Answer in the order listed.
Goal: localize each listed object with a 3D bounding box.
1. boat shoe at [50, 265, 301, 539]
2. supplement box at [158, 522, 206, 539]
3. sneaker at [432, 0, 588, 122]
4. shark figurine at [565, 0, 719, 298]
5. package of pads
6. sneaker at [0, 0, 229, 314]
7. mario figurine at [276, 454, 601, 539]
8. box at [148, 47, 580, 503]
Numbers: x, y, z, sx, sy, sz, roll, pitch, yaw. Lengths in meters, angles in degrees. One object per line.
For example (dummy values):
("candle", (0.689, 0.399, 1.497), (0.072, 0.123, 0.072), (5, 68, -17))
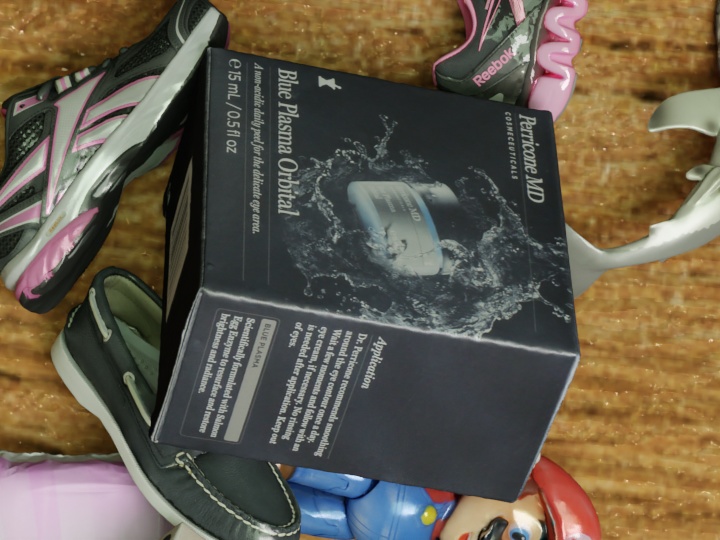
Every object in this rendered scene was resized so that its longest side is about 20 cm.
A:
("boat shoe", (-0.094, 0.077, 1.439), (0.200, 0.075, 0.060), (43, 120, 28))
("supplement box", (-0.051, 0.241, 1.376), (0.200, 0.126, 0.074), (38, 129, -14))
("sneaker", (0.086, -0.183, 1.520), (0.095, 0.079, 0.201), (10, 87, 3))
("shark figurine", (0.198, -0.045, 1.533), (0.128, 0.090, 0.215), (33, 75, 26))
("package of pads", (-0.161, 0.194, 1.475), (0.120, 0.076, 0.201), (0, 90, -9))
("sneaker", (-0.151, -0.081, 1.479), (0.086, 0.080, 0.200), (35, 78, 7))
("mario figurine", (0.034, 0.140, 1.485), (0.199, 0.124, 0.106), (8, 72, -4))
("box", (0.000, 0.000, 1.425), (0.199, 0.197, 0.118), (10, 131, -11))
